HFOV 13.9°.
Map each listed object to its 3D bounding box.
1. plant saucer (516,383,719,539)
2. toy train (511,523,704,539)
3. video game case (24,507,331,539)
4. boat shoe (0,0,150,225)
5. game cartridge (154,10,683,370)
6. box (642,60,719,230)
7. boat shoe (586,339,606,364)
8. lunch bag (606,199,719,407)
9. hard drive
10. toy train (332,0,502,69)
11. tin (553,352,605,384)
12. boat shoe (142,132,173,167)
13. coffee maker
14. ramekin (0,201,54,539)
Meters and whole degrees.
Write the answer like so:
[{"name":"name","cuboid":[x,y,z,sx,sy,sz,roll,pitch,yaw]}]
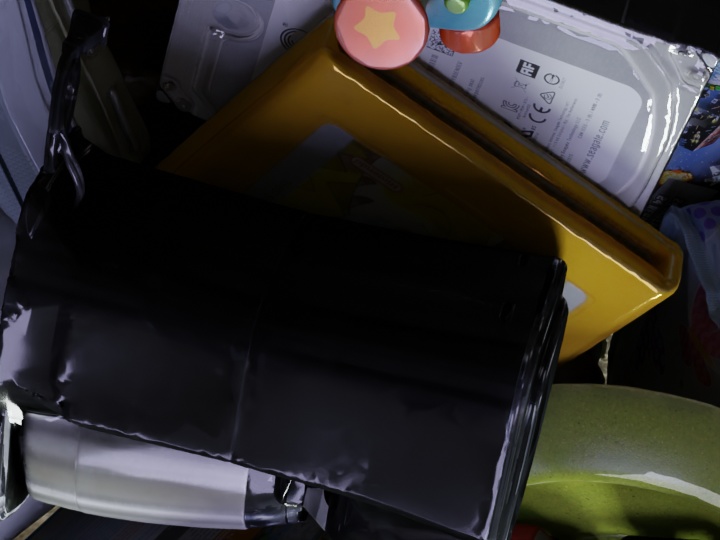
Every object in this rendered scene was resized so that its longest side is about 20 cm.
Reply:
[{"name":"plant saucer","cuboid":[0.114,0.114,1.233,0.200,0.031,0.200,10,147,6]},{"name":"toy train","cuboid":[0.065,0.125,1.210,0.200,0.034,0.046,0,141,22]},{"name":"video game case","cuboid":[-0.057,0.123,1.210,0.200,0.143,0.018,7,127,41]},{"name":"boat shoe","cuboid":[-0.139,-0.099,1.151,0.072,0.062,0.200,21,145,34]},{"name":"game cartridge","cuboid":[0.000,0.000,1.182,0.176,0.032,0.200,33,136,-18]},{"name":"box","cuboid":[0.114,-0.074,1.195,0.137,0.040,0.200,19,146,-24]},{"name":"boat shoe","cuboid":[0.069,0.048,1.389,0.072,0.060,0.202,8,149,-10]},{"name":"lunch bag","cuboid":[0.201,0.046,1.285,0.169,0.127,0.200,-12,148,-14]},{"name":"hard drive","cuboid":[0.028,-0.083,1.133,0.200,0.038,0.140,21,143,-1]},{"name":"toy train","cuboid":[-0.011,-0.143,1.008,0.200,0.056,0.150,35,135,-16]},{"name":"tin","cuboid":[0.010,0.065,1.325,0.200,0.042,0.112,1,155,1]},{"name":"boat shoe","cuboid":[-0.097,-0.005,1.305,0.072,0.072,0.200,-17,151,28]},{"name":"coffee maker","cuboid":[-0.028,0.027,1.098,0.200,0.135,0.192,12,139,6]},{"name":"ramekin","cuboid":[-0.197,0.036,1.263,0.098,0.201,0.200,-33,169,-34]}]
